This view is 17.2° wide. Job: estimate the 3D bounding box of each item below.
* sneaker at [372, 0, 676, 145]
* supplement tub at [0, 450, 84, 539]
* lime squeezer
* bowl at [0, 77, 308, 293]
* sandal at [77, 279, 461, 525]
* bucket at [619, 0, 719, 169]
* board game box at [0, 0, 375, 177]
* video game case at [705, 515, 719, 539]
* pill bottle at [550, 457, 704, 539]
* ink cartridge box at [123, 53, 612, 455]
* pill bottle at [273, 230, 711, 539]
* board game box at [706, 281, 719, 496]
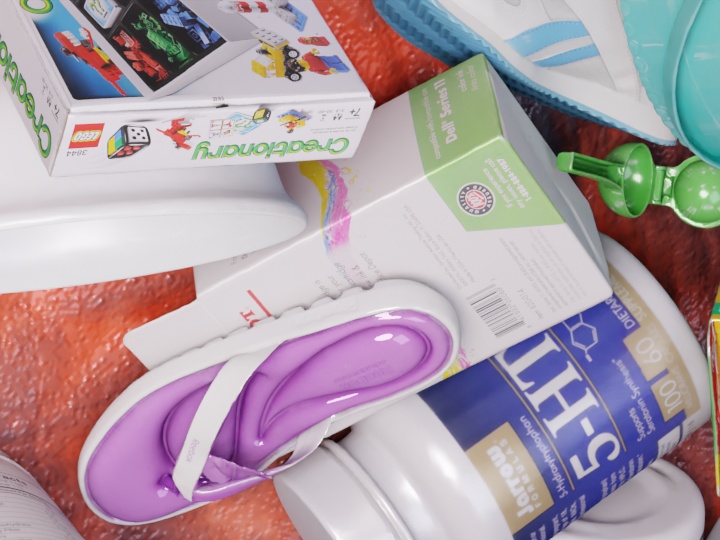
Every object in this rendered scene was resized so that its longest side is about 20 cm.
[{"bbox_3d":[0.085,-0.124,1.119,0.200,0.076,0.081,18,93,-43],"label":"sneaker"},{"bbox_3d":[-0.159,0.169,1.025,0.132,0.200,0.132,-14,120,-26],"label":"supplement tub"},{"bbox_3d":[0.162,-0.044,1.155,0.200,0.071,0.038,8,73,-30],"label":"lime squeezer"},{"bbox_3d":[-0.126,-0.048,0.971,0.201,0.201,0.091,-4,82,-31],"label":"bowl"},{"bbox_3d":[-0.047,0.067,1.070,0.202,0.050,0.082,-32,128,21],"label":"sandal"},{"bbox_3d":[0.221,-0.140,1.106,0.207,0.135,0.208,3,87,-50],"label":"bucket"},{"bbox_3d":[-0.092,-0.117,0.924,0.126,0.200,0.035,-5,136,-30],"label":"board game box"},{"bbox_3d":[0.263,0.193,1.416,0.182,0.023,0.200,23,100,-38],"label":"video game case"},{"bbox_3d":[0.121,0.202,1.275,0.111,0.111,0.200,-12,119,-27],"label":"pill bottle"},{"bbox_3d":[0.000,0.000,1.097,0.200,0.067,0.117,-27,130,15],"label":"ink cartridge box"},{"bbox_3d":[0.063,0.080,1.171,0.200,0.120,0.120,-35,127,-13],"label":"pill bottle"},{"bbox_3d":[0.201,0.020,1.205,0.200,0.030,0.096,-60,147,-52],"label":"board game box"}]
